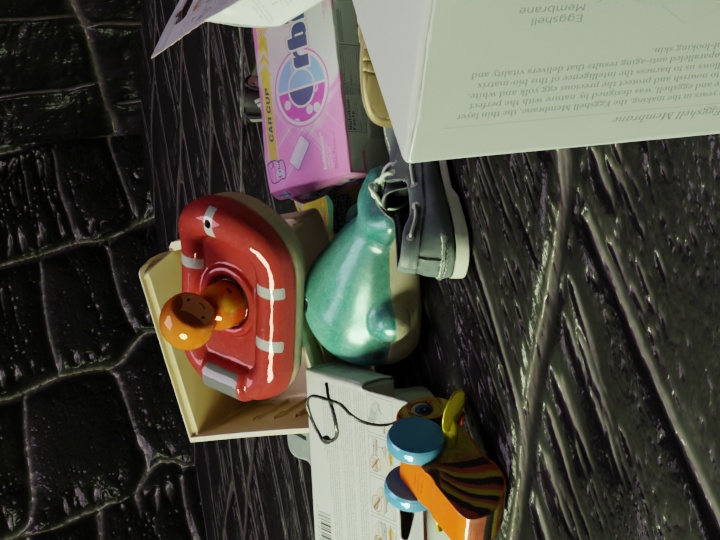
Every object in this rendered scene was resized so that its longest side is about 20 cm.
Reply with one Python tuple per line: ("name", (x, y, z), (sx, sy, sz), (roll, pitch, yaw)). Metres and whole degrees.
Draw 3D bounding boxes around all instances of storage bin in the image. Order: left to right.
("storage bin", (-0.103, 0.056, 1.657), (0.198, 0.093, 0.201), (-9, 102, 42))

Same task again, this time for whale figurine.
("whale figurine", (0.000, 0.000, 1.512), (0.201, 0.102, 0.160), (95, 165, -51))

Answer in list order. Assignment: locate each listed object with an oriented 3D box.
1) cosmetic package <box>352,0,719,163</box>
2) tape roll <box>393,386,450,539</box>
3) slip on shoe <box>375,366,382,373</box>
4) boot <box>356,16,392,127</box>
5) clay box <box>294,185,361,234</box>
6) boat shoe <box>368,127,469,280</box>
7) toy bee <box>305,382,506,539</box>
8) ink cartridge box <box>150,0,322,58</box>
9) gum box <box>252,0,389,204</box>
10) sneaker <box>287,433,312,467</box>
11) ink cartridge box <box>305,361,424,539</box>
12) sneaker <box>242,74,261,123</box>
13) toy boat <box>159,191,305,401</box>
("cosmetic package", (0.110, -0.164, 0.700), (0.201, 0.197, 0.124), (98, 161, -47))
("tape roll", (0.051, 0.208, 1.534), (0.203, 0.037, 0.206), (174, 90, -77))
("slip on shoe", (-0.029, 0.063, 1.706), (0.074, 0.061, 0.202), (4, 114, 53))
("boot", (0.019, -0.234, 1.397), (0.156, 0.072, 0.203), (-127, 35, -67))
("clay box", (-0.037, -0.086, 1.788), (0.201, 0.047, 0.116), (-113, 20, -49))
("boat shoe", (0.040, -0.073, 1.397), (0.073, 0.061, 0.201), (98, 162, -47))
("toy bee", (0.062, 0.137, 1.351), (0.201, 0.108, 0.132), (51, 145, 23))
("ink cartridge box", (-0.092, -0.265, 1.548), (0.047, 0.199, 0.161), (50, -153, -23))
("gum box", (-0.036, -0.170, 1.587), (0.113, 0.066, 0.203), (-11, 83, 44))
("sneaker", (-0.016, 0.174, 1.678), (0.200, 0.070, 0.074), (-150, 61, -69))
("ink cartridge box", (0.018, 0.196, 1.504), (0.173, 0.043, 0.203), (12, 108, 52))
("sneaker", (-0.060, -0.158, 1.705), (0.201, 0.114, 0.077), (-129, 35, -68))
("toy boat", (-0.131, 0.031, 1.520), (0.129, 0.130, 0.202), (19, 118, 33))
